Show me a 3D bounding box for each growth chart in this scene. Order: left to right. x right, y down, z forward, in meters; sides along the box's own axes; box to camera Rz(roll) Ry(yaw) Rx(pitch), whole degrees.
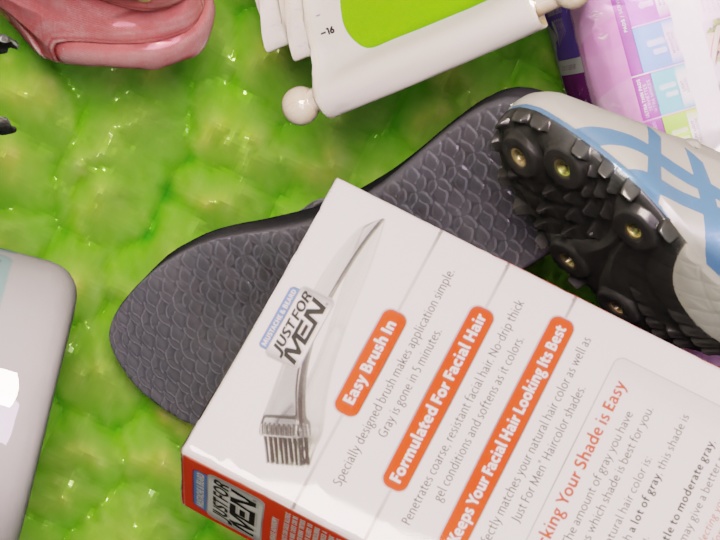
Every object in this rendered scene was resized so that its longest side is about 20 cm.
[{"bbox_3d":[-0.004,-0.153,0.834,0.144,0.018,0.201,-30,74,30],"label":"growth chart"}]

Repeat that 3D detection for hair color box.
[{"bbox_3d":[0.053,0.068,0.789,0.199,0.064,0.111,27,68,6],"label":"hair color box"}]

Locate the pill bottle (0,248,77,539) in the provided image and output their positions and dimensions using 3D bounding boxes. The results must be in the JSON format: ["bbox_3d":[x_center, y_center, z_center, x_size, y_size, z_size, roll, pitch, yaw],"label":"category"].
[{"bbox_3d":[-0.206,0.029,0.840,0.199,0.111,0.112,14,92,-6],"label":"pill bottle"}]

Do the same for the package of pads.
[{"bbox_3d":[0.113,-0.069,0.860,0.075,0.121,0.201,-16,95,1],"label":"package of pads"}]

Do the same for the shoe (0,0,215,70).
[{"bbox_3d":[-0.144,-0.130,0.857,0.199,0.091,0.072,17,58,20],"label":"shoe"}]

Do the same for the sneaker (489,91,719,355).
[{"bbox_3d":[0.135,-0.006,0.778,0.199,0.072,0.073,29,62,4],"label":"sneaker"}]

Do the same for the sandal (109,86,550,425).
[{"bbox_3d":[0.001,0.000,0.869,0.199,0.043,0.076,-25,99,22],"label":"sandal"}]

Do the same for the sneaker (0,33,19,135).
[{"bbox_3d":[-0.218,-0.065,0.835,0.198,0.104,0.060,3,91,-6],"label":"sneaker"}]
